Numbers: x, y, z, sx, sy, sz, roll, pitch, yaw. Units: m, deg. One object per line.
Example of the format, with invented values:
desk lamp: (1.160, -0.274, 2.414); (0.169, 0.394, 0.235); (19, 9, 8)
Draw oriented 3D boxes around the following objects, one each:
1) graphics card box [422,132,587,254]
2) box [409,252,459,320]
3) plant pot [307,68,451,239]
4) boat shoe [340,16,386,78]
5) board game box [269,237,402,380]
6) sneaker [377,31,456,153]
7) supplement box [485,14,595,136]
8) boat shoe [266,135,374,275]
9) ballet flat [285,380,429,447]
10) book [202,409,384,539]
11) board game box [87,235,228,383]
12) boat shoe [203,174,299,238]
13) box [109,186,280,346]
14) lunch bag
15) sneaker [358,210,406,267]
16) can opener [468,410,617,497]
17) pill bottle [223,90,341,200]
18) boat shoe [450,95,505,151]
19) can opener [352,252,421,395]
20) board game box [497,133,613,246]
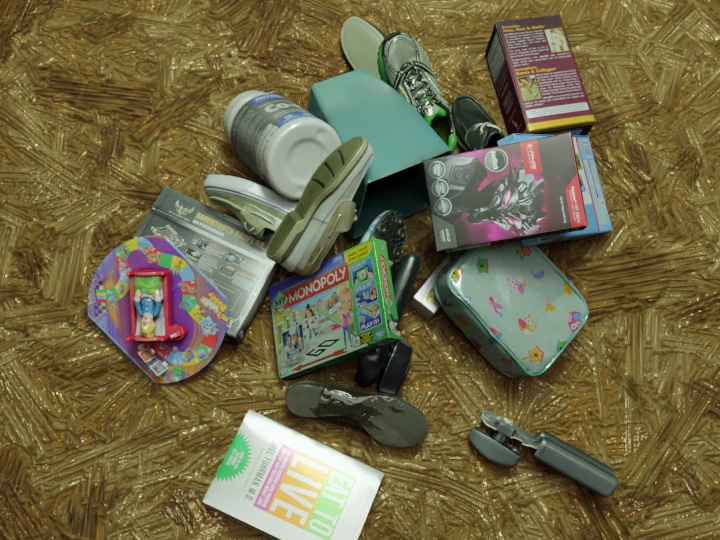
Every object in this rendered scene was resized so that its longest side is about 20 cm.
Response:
graphics card box: (0.188, -0.100, 1.038); (0.198, 0.051, 0.127); (-9, 86, 10)
box: (0.146, -0.015, 1.158); (0.041, 0.039, 0.200); (38, 71, 8)
plant pot: (0.007, -0.183, 1.153); (0.141, 0.142, 0.201); (-24, 67, -22)
boat shoe: (0.044, -0.327, 1.261); (0.200, 0.067, 0.072); (47, 117, 17)
board game box: (-0.039, 0.055, 1.050); (0.029, 0.199, 0.136); (13, 60, -47)
sneaker: (0.093, -0.256, 1.156); (0.078, 0.085, 0.201); (-32, 110, -4)
supplement box: (0.279, -0.293, 1.248); (0.109, 0.086, 0.201); (-9, 71, -8)
boat shoe: (-0.040, -0.083, 1.036); (0.068, 0.075, 0.200); (32, 105, -26)
ballet flat: (-0.005, 0.189, 1.068); (0.198, 0.046, 0.068); (13, 92, -3)
book: (-0.085, 0.284, 1.027); (0.199, 0.048, 0.134); (23, 65, 6)
board game box: (-0.275, 0.053, 1.050); (0.200, 0.039, 0.158); (44, 99, 2)
boat shoe: (-0.131, -0.076, 1.094); (0.199, 0.072, 0.062); (20, 78, 8)
box: (-0.226, -0.007, 1.118); (0.199, 0.048, 0.159); (24, 68, 4)
lunch bag: (0.213, 0.041, 1.103); (0.200, 0.077, 0.160); (47, 68, -5)
sneaker: (0.000, 0.000, 1.115); (0.072, 0.072, 0.201); (39, 73, -38)
can opener: (0.243, 0.254, 1.068); (0.199, 0.053, 0.067); (29, 102, 6)
pill bottle: (-0.117, -0.184, 1.115); (0.113, 0.114, 0.200); (-30, 37, -15)
boat shoe: (0.199, -0.198, 1.204); (0.071, 0.068, 0.201); (-16, 62, -14)
can opener: (0.041, 0.070, 1.097); (0.078, 0.063, 0.201); (20, 77, -16)
board game box: (0.284, -0.119, 1.138); (0.199, 0.036, 0.152); (-8, 83, -45)
